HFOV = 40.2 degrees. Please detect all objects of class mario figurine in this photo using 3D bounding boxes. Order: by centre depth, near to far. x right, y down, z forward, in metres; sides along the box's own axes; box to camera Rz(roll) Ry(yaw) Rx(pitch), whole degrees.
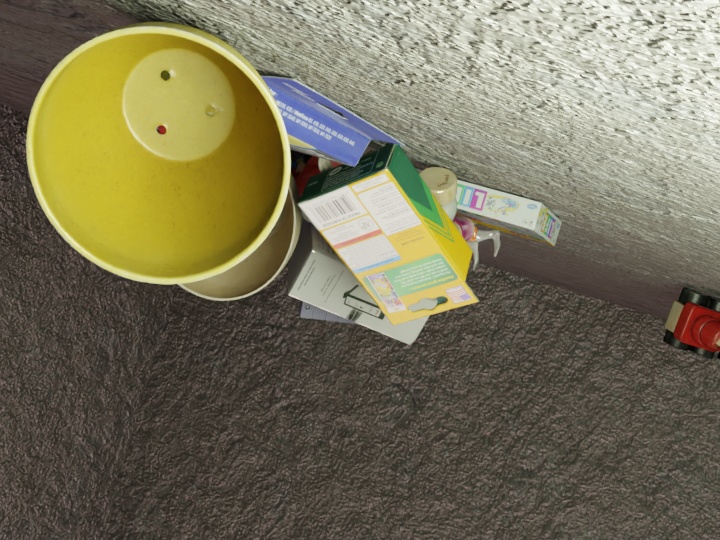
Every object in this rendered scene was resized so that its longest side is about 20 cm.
[{"bbox_3d":[-0.061,-0.142,1.328,0.107,0.122,0.200,62,173,-19],"label":"mario figurine"}]

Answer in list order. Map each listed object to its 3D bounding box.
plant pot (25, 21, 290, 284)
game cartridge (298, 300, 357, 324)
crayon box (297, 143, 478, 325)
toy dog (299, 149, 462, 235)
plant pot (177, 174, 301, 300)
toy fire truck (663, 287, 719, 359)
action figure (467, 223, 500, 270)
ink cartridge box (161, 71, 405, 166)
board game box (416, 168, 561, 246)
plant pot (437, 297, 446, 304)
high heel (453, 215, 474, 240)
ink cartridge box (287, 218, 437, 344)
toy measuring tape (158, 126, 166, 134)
[{"bbox_3d":[-0.153,-0.113,0.795,0.196,0.203,0.143,17,-155,-11],"label":"plant pot"},{"bbox_3d":[-0.015,-0.018,1.479,0.127,0.204,0.038,8,-161,-10],"label":"game cartridge"},{"bbox_3d":[0.038,-0.036,1.099,0.124,0.052,0.201,-17,125,33],"label":"crayon box"},{"bbox_3d":[0.036,-0.090,1.159,0.196,0.133,0.097,22,-142,0],"label":"toy dog"},{"bbox_3d":[-0.155,-0.077,1.231,0.196,0.204,0.134,17,-166,10],"label":"plant pot"},{"bbox_3d":[0.606,0.100,1.554,0.173,0.131,0.200,17,-170,-16],"label":"toy fire truck"},{"bbox_3d":[0.110,-0.080,1.393,0.191,0.106,0.200,27,-146,17],"label":"action figure"},{"bbox_3d":[-0.087,-0.153,0.978,0.198,0.048,0.196,21,-179,36],"label":"ink cartridge box"},{"bbox_3d":[0.145,-0.083,1.240,0.197,0.035,0.134,18,180,24],"label":"board game box"},{"bbox_3d":[0.080,-0.026,1.590,0.158,0.205,0.199,2,172,31],"label":"plant pot"},{"bbox_3d":[0.042,-0.051,1.255,0.197,0.069,0.095,13,-163,28],"label":"high heel"},{"bbox_3d":[0.000,0.000,1.386,0.197,0.085,0.147,22,-151,-19],"label":"ink cartridge box"},{"bbox_3d":[-0.166,-0.147,1.113,0.199,0.074,0.074,42,178,-6],"label":"toy measuring tape"}]
